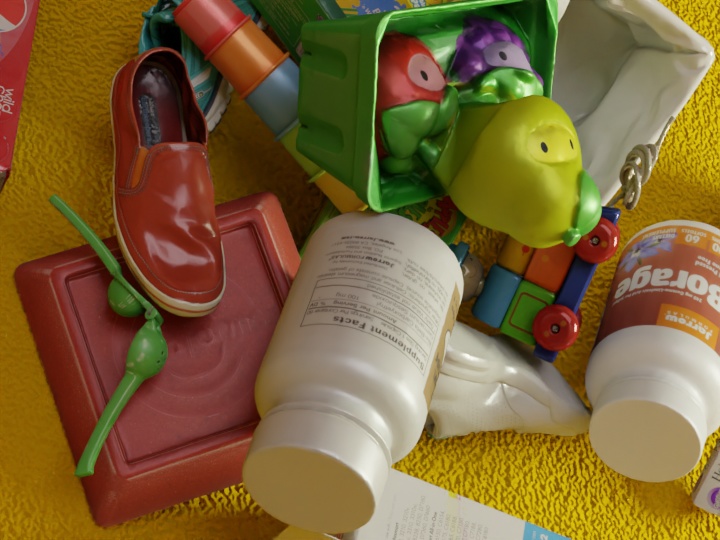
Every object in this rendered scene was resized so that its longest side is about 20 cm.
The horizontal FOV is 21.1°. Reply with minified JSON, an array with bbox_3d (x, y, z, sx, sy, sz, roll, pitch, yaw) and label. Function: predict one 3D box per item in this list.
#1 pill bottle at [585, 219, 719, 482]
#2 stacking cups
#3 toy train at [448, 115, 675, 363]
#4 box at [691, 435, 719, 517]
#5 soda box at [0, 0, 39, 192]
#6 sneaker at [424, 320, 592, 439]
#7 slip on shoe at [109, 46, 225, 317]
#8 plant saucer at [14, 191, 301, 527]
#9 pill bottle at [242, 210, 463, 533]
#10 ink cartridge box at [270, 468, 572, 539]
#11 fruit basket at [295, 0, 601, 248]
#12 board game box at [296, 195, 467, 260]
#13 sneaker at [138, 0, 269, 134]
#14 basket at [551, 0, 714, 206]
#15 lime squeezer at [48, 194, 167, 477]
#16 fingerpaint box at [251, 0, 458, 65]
[{"bbox_3d":[0.235,0.062,1.475,0.112,0.112,0.200,32,43,-8],"label":"pill bottle"},{"bbox_3d":[-0.056,-0.127,1.413,0.200,0.060,0.061,48,55,-3],"label":"stacking cups"},{"bbox_3d":[0.139,-0.044,1.428,0.115,0.085,0.201,24,97,6],"label":"toy train"},{"bbox_3d":[0.316,0.097,1.486,0.039,0.041,0.201,26,100,5],"label":"box"},{"bbox_3d":[-0.276,-0.149,1.384,0.070,0.063,0.201,14,60,-19],"label":"soda box"},{"bbox_3d":[0.089,0.096,1.440,0.200,0.089,0.075,24,21,-40],"label":"sneaker"},{"bbox_3d":[-0.132,-0.064,1.327,0.074,0.061,0.201,-1,68,-24],"label":"slip on shoe"},{"bbox_3d":[-0.119,0.053,1.342,0.199,0.037,0.201,-17,73,-13],"label":"plant saucer"},{"bbox_3d":[-0.007,0.067,1.266,0.114,0.114,0.200,29,48,-10],"label":"pill bottle"},{"bbox_3d":[0.030,0.196,1.328,0.199,0.115,0.068,23,57,-15],"label":"ink cartridge box"},{"bbox_3d":[0.080,-0.106,1.318,0.215,0.215,0.156,-6,110,-28],"label":"fruit basket"},{"bbox_3d":[0.000,0.000,1.453,0.101,0.048,0.200,34,56,-8],"label":"board game box"},{"bbox_3d":[-0.122,-0.183,1.452,0.080,0.077,0.201,48,46,-40],"label":"sneaker"},{"bbox_3d":[0.156,-0.138,1.496,0.135,0.200,0.123,35,12,-12],"label":"basket"},{"bbox_3d":[-0.167,0.037,1.310,0.038,0.070,0.201,29,49,-62],"label":"lime squeezer"},{"bbox_3d":[-0.005,-0.245,1.468,0.167,0.073,0.200,-28,78,-33],"label":"fingerpaint box"}]
